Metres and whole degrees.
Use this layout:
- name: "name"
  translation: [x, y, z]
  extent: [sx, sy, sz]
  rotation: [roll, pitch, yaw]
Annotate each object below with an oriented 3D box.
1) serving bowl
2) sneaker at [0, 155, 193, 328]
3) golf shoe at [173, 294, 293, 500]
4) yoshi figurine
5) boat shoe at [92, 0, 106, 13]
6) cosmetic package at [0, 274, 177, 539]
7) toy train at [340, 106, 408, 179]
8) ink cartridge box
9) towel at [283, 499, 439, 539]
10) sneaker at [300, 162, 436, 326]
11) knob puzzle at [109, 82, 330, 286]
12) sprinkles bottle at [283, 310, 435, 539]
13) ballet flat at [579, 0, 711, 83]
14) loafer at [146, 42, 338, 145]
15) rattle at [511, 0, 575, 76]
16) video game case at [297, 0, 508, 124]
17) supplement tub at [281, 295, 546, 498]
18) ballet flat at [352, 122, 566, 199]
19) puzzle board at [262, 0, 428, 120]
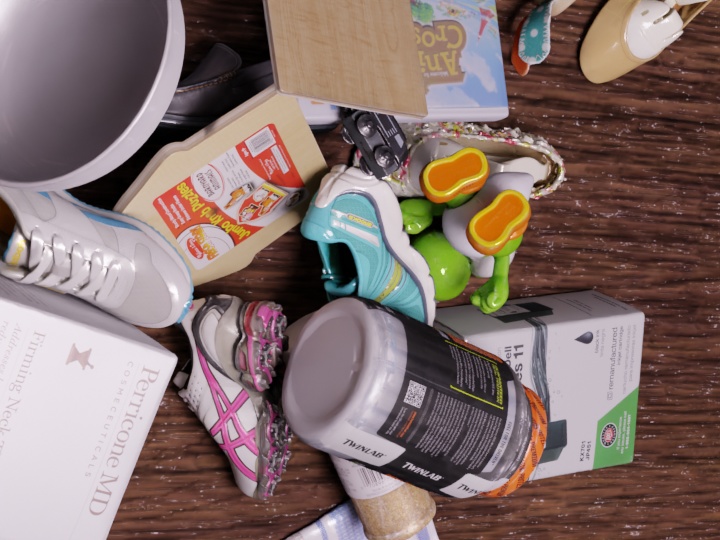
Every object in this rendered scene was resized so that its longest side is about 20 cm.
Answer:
- name: "serving bowl"
  translation: [-0.203, -0.145, 1.319]
  extent: [0.201, 0.199, 0.066]
  rotation: [-61, 151, -2]
- name: "sneaker"
  translation: [-0.214, -0.013, 1.349]
  extent: [0.199, 0.081, 0.077]
  rotation: [30, 119, 1]
- name: "golf shoe"
  translation: [-0.102, 0.100, 1.525]
  extent: [0.073, 0.091, 0.201]
  rotation: [-62, 155, -49]
- name: "yoshi figurine"
  translation: [0.079, -0.022, 1.540]
  extent: [0.111, 0.200, 0.113]
  rotation: [7, 76, 4]
- name: "boat shoe"
  translation: [-0.169, -0.212, 1.389]
  extent: [0.070, 0.071, 0.201]
  rotation: [34, 91, -6]
- name: "cosmetic package"
  translation: [-0.273, 0.086, 1.345]
  extent: [0.199, 0.166, 0.169]
  rotation: [20, 93, -36]
- name: "toy train"
  translation: [-0.021, -0.163, 1.426]
  extent: [0.046, 0.034, 0.201]
  rotation: [-36, 101, -33]
- name: "ink cartridge box"
  translation: [0.144, 0.105, 1.666]
  extent: [0.199, 0.083, 0.148]
  rotation: [-7, 107, -30]
- name: "towel"
  translation: [-0.012, 0.277, 1.657]
  extent: [0.199, 0.024, 0.148]
  rotation: [-28, 117, -22]
- name: "sneaker"
  translation: [0.000, 0.000, 1.515]
  extent: [0.080, 0.077, 0.201]
  rotation: [-55, 141, -24]
- name: "knob puzzle"
  translation: [-0.122, -0.052, 1.441]
  extent: [0.219, 0.031, 0.220]
  rotation: [-28, 153, -16]
- name: "sprinkles bottle"
  translation: [-0.002, 0.131, 1.579]
  extent: [0.068, 0.068, 0.201]
  rotation: [-32, 113, -20]
- name: "ballet flat"
  translation: [0.272, -0.239, 1.655]
  extent: [0.200, 0.063, 0.069]
  rotation: [-47, 123, -12]
- name: "loafer"
  translation: [-0.110, -0.137, 1.448]
  extent: [0.199, 0.073, 0.073]
  rotation: [-5, 88, -37]
- name: "rattle"
  translation: [0.161, -0.281, 1.571]
  extent: [0.200, 0.130, 0.143]
  rotation: [-40, 114, 15]
- name: "video game case"
  translation: [0.022, -0.208, 1.491]
  extent: [0.199, 0.022, 0.184]
  rotation: [-4, 84, -32]
- name: "supplement tub"
  translation: [0.046, 0.106, 1.493]
  extent: [0.199, 0.122, 0.123]
  rotation: [25, 91, -35]
- name: "ballet flat"
  translation: [0.090, -0.092, 1.584]
  extent: [0.199, 0.064, 0.076]
  rotation: [-4, 107, -31]
- name: "puzzle board"
  translation: [-0.021, -0.215, 1.413]
  extent: [0.150, 0.017, 0.202]
  rotation: [5, 70, -43]
